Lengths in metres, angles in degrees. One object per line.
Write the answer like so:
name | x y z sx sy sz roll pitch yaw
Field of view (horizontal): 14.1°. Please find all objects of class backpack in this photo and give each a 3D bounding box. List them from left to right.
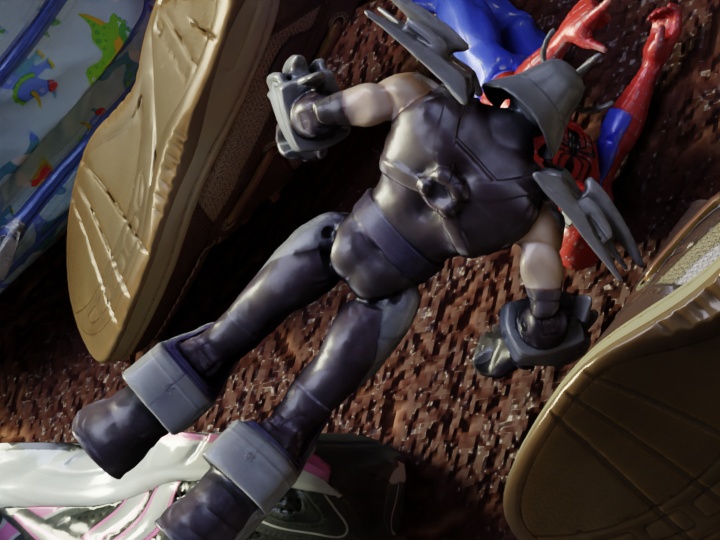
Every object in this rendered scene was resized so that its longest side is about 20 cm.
backpack | -0.167 -0.057 1.181 0.200 0.154 0.163 -60 7 20

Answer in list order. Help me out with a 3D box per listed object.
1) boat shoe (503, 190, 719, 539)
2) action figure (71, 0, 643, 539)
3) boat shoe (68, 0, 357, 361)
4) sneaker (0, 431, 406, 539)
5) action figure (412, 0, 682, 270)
boat shoe | 0.117 0.011 0.861 0.200 0.072 0.072 -54 4 27
action figure | 0.000 0.000 0.904 0.200 0.069 0.130 -44 78 7
boat shoe | -0.052 -0.044 1.080 0.072 0.072 0.200 61 139 42
sneaker | -0.062 0.100 1.016 0.200 0.080 0.086 -7 83 47
action figure | 0.064 -0.086 0.978 0.099 0.065 0.200 -50 36 29
